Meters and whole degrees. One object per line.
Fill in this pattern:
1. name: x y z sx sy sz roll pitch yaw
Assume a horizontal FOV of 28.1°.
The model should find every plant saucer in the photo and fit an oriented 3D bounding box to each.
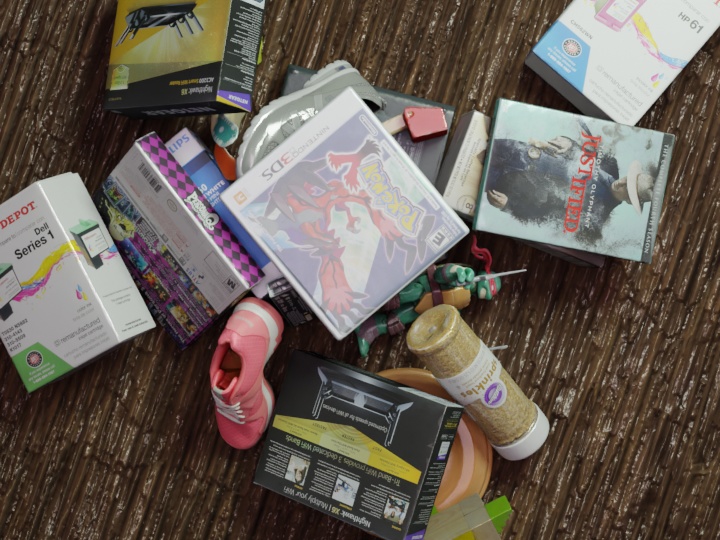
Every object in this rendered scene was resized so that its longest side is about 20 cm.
1. plant saucer: 0.053 0.212 1.642 0.200 0.037 0.201 0 89 0

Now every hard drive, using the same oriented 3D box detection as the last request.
1. hard drive: -0.005 -0.145 1.653 0.199 0.033 0.140 15 89 1

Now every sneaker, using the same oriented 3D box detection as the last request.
1. sneaker: -0.142 0.126 1.589 0.074 0.087 0.200 21 126 19
2. sneaker: -0.055 -0.152 1.562 0.082 0.075 0.200 34 65 25

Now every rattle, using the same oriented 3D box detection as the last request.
1. rattle: -0.184 -0.204 1.593 0.143 0.130 0.200 17 68 -11

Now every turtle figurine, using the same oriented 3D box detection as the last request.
1. turtle figurine: 0.089 0.039 1.619 0.199 0.101 0.150 -12 129 2

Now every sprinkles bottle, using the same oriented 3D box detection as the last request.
1. sprinkles bottle: 0.130 0.125 1.583 0.068 0.068 0.200 -41 119 0

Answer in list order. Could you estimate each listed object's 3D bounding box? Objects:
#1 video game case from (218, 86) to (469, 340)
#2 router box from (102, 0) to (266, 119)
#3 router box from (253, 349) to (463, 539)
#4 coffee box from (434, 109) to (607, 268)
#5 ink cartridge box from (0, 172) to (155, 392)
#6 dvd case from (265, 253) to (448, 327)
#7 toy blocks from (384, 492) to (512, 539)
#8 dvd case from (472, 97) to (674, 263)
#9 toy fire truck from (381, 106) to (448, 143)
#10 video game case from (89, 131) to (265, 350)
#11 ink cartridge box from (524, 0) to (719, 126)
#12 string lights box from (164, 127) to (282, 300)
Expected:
1. video game case: -0.017 -0.059 1.511 0.182 0.023 0.200 -40 93 1
2. router box: -0.190 -0.248 1.552 0.200 0.052 0.158 2 82 44
3. router box: -0.004 0.192 1.579 0.200 0.052 0.158 19 92 27
4. coffee box: 0.191 -0.089 1.611 0.200 0.080 0.113 21 88 -8
5. ink cartridge box: -0.344 0.012 1.605 0.145 0.084 0.200 -28 88 25
6. dvd case: 0.000 0.000 1.595 0.200 0.146 0.022 -23 73 1
7. toy blocks: 0.095 0.342 1.603 0.200 0.100 0.137 -27 120 1
8. dvd case: 0.231 -0.096 1.558 0.199 0.022 0.146 11 90 -10
9. toy fire truck: 0.007 -0.099 1.611 0.199 0.049 0.141 -11 88 1
10. video game case: -0.213 -0.028 1.591 0.200 0.181 0.036 52 50 2
11. ink cartridge box: 0.306 -0.272 1.626 0.144 0.085 0.200 40 88 2
12. string lights box: -0.150 -0.061 1.618 0.059 0.103 0.200 -38 89 1
